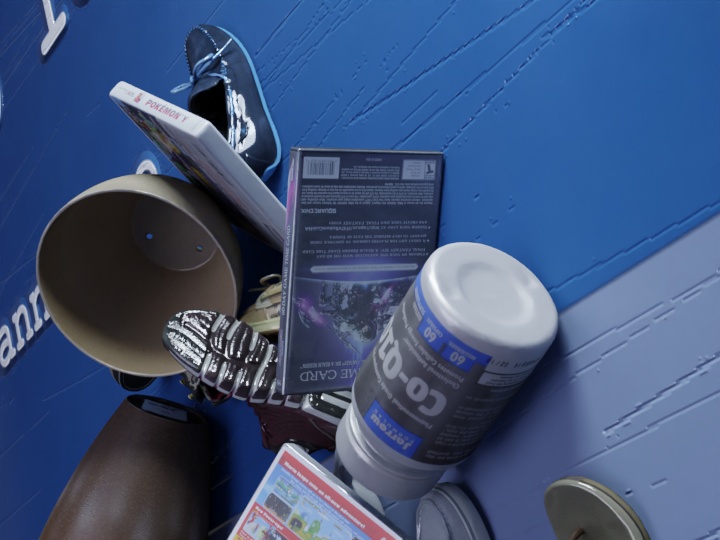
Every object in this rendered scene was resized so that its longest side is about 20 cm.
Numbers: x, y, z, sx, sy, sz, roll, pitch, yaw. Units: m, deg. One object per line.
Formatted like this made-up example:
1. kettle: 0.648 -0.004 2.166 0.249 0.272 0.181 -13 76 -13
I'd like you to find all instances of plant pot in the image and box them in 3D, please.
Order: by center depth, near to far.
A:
1. plant pot: -0.200 -0.015 1.412 0.135 0.200 0.201 -66 -2 -61
2. plant pot: -0.235 0.241 1.525 0.187 0.186 0.201 23 98 52

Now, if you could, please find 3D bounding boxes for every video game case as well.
1. video game case: 0.000 0.000 1.183 0.019 0.142 0.201 18 107 56
2. video game case: -0.061 0.271 1.229 0.143 0.017 0.200 35 100 27
3. video game case: -0.134 -0.089 1.355 0.023 0.200 0.182 -49 38 -10

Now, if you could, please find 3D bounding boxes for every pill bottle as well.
1. pill bottle: 0.061 0.084 1.125 0.114 0.113 0.200 60 137 34

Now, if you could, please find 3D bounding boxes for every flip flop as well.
1. flip flop: 0.173 0.244 1.019 0.081 0.057 0.201 -33 65 51

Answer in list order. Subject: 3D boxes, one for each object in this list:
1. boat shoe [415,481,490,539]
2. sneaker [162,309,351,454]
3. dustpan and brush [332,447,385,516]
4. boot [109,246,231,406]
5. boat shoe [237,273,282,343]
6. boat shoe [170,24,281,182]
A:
1. boat shoe: 0.070 0.273 1.156 0.070 0.071 0.202 -29 68 52
2. sneaker: -0.098 0.119 1.317 0.116 0.199 0.076 113 -178 -47
3. dustpan and brush: -0.015 0.210 1.285 0.140 0.057 0.201 45 127 44
4. boot: -0.198 0.094 1.527 0.204 0.073 0.154 -58 46 32
5. boat shoe: -0.044 0.026 1.319 0.200 0.073 0.063 -18 71 43
6. boat shoe: -0.141 -0.178 1.441 0.200 0.068 0.084 59 136 34
